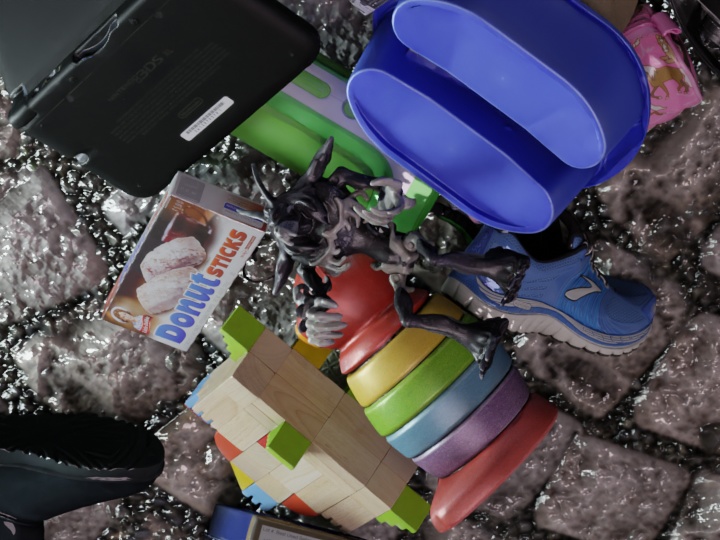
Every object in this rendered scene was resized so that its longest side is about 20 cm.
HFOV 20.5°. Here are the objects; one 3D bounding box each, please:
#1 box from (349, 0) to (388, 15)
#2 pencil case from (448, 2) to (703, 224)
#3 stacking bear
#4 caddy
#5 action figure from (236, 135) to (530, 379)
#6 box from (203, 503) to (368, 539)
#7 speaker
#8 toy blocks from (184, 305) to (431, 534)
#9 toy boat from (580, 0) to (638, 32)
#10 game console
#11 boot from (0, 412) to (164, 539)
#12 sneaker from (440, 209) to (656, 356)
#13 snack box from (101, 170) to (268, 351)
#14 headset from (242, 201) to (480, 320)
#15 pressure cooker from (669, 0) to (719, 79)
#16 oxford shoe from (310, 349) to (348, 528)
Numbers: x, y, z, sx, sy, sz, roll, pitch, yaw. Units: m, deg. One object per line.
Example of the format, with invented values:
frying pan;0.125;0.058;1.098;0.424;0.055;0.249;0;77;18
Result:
box;0.024;-0.282;1.242;0.157;0.201;0.050;-31;151;14
pencil case;0.145;-0.111;1.416;0.199;0.087;0.083;-28;88;12
stacking bear;0.032;0.063;1.390;0.114;0.121;0.200;-43;93;12
caddy;0.090;-0.122;1.283;0.200;0.105;0.142;36;130;-1
action figure;0.006;-0.011;1.294;0.199;0.102;0.119;22;104;7
box;-0.048;0.212;1.552;0.121;0.200;0.033;16;82;-13
speaker;-0.031;-0.106;1.371;0.199;0.088;0.089;31;116;4
toy blocks;-0.053;0.129;1.480;0.200;0.100;0.137;40;146;-7
toy boat;0.108;-0.235;1.333;0.130;0.131;0.201;-4;126;34
game console;-0.147;-0.173;1.325;0.176;0.117;0.200;32;131;-28
boot;-0.252;0.200;1.570;0.199;0.077;0.169;3;117;2
sneaker;0.154;0.005;1.462;0.199;0.078;0.089;12;108;-43
snack box;-0.128;-0.003;1.434;0.072;0.024;0.200;21;148;-11
headset;0.000;0.000;1.476;0.199;0.094;0.124;10;97;-18
pressure cooker;0.299;-0.206;1.315;0.178;0.176;0.200;32;110;-16
oxford shoe;0.000;0.103;1.548;0.075;0.058;0.201;19;106;17
